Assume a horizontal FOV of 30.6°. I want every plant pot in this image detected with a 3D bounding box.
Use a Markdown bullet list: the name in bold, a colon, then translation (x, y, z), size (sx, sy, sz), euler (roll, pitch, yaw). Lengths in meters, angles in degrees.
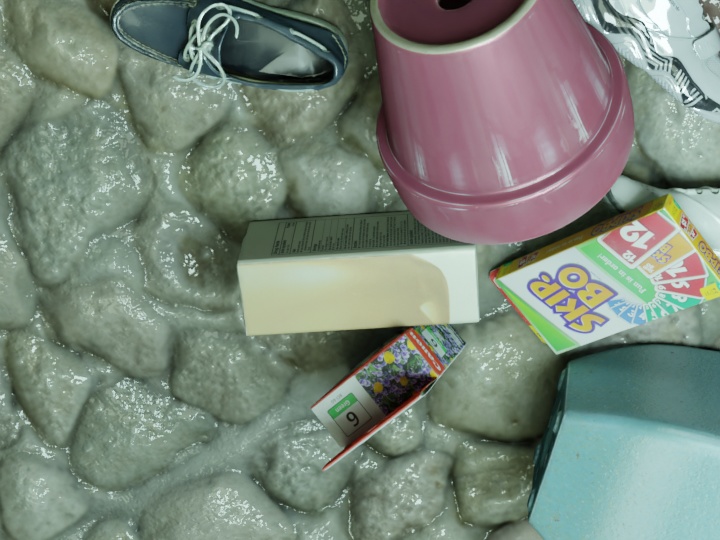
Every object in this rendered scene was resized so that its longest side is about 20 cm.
- **plant pot**: translation (0.094, -0.150, 0.980), size (0.200, 0.200, 0.179), euler (-17, 142, 9)
- **plant pot**: translation (0.258, 0.177, 1.162), size (0.200, 0.196, 0.196), euler (16, 114, 5)

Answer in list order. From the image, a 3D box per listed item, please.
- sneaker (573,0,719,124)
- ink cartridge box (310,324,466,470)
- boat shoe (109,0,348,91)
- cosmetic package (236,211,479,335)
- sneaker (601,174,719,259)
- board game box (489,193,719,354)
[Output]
- **sneaker**: translation (0.263, -0.206, 1.048), size (0.200, 0.075, 0.115), euler (36, 113, -10)
- **ink cartridge box**: translation (0.019, 0.096, 1.118), size (0.109, 0.200, 0.050), euler (-39, 87, 16)
- **boat shoe**: translation (-0.109, -0.185, 1.076), size (0.200, 0.062, 0.075), euler (15, 115, -5)
- **cosmetic package**: translation (0.000, 0.000, 1.132), size (0.200, 0.105, 0.071), euler (-3, 112, 5)
- **sneaker**: translation (0.299, -0.042, 1.134), size (0.200, 0.075, 0.087), euler (23, 95, -11)
- **board game box**: translation (0.206, 0.010, 1.126), size (0.200, 0.030, 0.096), euler (-24, 114, 44)
